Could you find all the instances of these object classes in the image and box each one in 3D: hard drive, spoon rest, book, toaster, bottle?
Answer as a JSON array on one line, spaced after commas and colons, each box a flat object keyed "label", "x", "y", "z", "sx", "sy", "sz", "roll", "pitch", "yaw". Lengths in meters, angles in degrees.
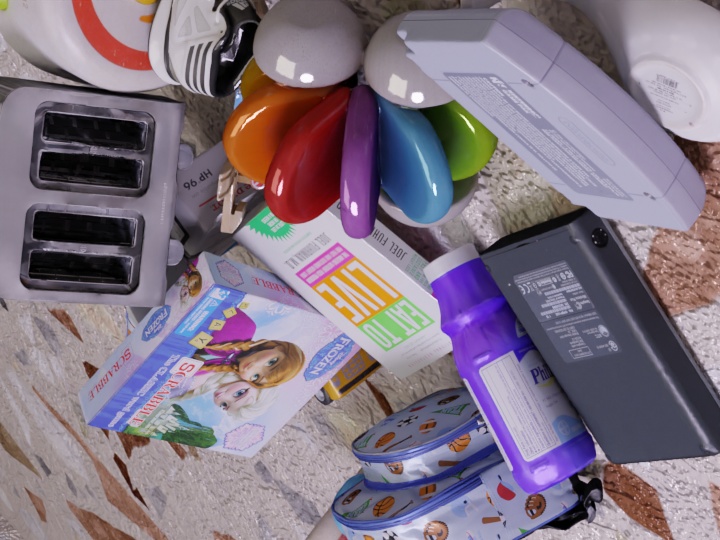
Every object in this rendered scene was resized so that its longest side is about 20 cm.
[{"label": "hard drive", "x": 0.182, "y": 0.054, "z": 1.155, "sx": 0.201, "sy": 0.033, "sz": 0.139, "roll": 57, "pitch": 154, "yaw": -6}, {"label": "spoon rest", "x": 0.159, "y": -0.144, "z": 0.948, "sx": 0.199, "sy": 0.061, "sz": 0.100, "roll": 28, "pitch": 147, "yaw": 19}, {"label": "book", "x": 0.000, "y": 0.000, "z": 1.318, "sx": 0.200, "sy": 0.048, "sz": 0.133, "roll": 39, "pitch": 150, "yaw": -10}, {"label": "toaster", "x": -0.247, "y": -0.069, "z": 1.296, "sx": 0.118, "sy": 0.199, "sz": 0.182, "roll": 18, "pitch": 102, "yaw": 63}, {"label": "bottle", "x": 0.116, "y": 0.076, "z": 1.234, "sx": 0.065, "sy": 0.083, "sz": 0.201, "roll": -30, "pitch": 81, "yaw": 21}]

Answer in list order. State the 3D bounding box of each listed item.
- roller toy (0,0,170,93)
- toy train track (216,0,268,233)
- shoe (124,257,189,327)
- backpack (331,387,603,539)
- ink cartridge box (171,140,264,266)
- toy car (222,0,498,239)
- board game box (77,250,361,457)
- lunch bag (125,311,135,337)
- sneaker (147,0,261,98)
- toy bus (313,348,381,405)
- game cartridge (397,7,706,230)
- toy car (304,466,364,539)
[{"label": "roller toy", "x": -0.202, "y": -0.244, "z": 1.272, "sx": 0.139, "sy": 0.200, "sz": 0.183, "roll": 20, "pitch": 150, "yaw": 49}, {"label": "toy train track", "x": -0.088, "y": -0.126, "z": 1.270, "sx": 0.032, "sy": 0.115, "sz": 0.201, "roll": 9, "pitch": 114, "yaw": 1}, {"label": "shoe", "x": -0.217, "y": -0.008, "z": 1.444, "sx": 0.201, "sy": 0.071, "sz": 0.091, "roll": 59, "pitch": 155, "yaw": 1}, {"label": "backpack", "x": 0.073, "y": 0.191, "z": 1.321, "sx": 0.155, "sy": 0.190, "sz": 0.200, "roll": 57, "pitch": 155, "yaw": -6}, {"label": "ink cartridge box", "x": -0.132, "y": -0.068, "z": 1.437, "sx": 0.068, "sy": 0.116, "sz": 0.200, "roll": 53, "pitch": 153, "yaw": 4}, {"label": "toy car", "x": -0.004, "y": -0.092, "z": 1.118, "sx": 0.198, "sy": 0.151, "sz": 0.176, "roll": 11, "pitch": 139, "yaw": 12}, {"label": "board game box", "x": -0.119, "y": 0.083, "z": 1.402, "sx": 0.200, "sy": 0.199, "sz": 0.041, "roll": -46, "pitch": 48, "yaw": 27}, {"label": "lunch bag", "x": -0.194, "y": 0.082, "z": 1.767, "sx": 0.160, "sy": 0.075, "sz": 0.200, "roll": 42, "pitch": 151, "yaw": 19}, {"label": "sneaker", "x": -0.101, "y": -0.230, "z": 1.188, "sx": 0.115, "sy": 0.075, "sz": 0.202, "roll": 28, "pitch": 117, "yaw": 46}, {"label": "toy bus", "x": -0.062, "y": 0.081, "z": 1.558, "sx": 0.200, "sy": 0.065, "sz": 0.079, "roll": 0, "pitch": 120, "yaw": 59}, {"label": "game cartridge", "x": 0.125, "y": -0.097, "z": 0.974, "sx": 0.200, "sy": 0.041, "sz": 0.133, "roll": 38, "pitch": 173, "yaw": -28}, {"label": "toy car", "x": 0.058, "y": 0.275, "z": 1.495, "sx": 0.200, "sy": 0.177, "sz": 0.185, "roll": 37, "pitch": 140, "yaw": 5}]
